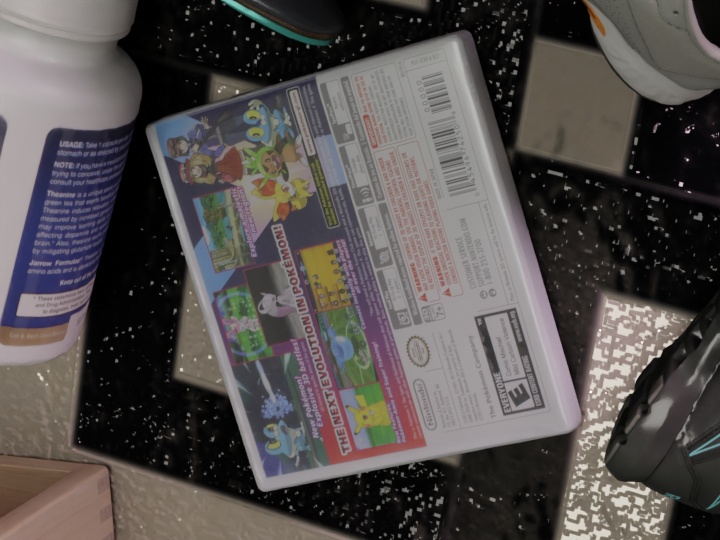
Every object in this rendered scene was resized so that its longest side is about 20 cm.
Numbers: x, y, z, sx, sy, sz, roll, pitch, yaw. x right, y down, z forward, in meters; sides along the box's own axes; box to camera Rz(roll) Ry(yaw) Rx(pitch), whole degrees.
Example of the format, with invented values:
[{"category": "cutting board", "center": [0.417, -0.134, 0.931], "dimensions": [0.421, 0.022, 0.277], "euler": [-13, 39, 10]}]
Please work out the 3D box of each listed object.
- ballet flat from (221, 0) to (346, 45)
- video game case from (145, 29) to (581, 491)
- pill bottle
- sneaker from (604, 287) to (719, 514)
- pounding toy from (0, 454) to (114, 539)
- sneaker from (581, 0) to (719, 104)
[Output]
[{"category": "ballet flat", "center": [-0.086, -0.179, 0.990], "dimensions": [0.199, 0.073, 0.074], "euler": [29, 113, 16]}, {"category": "video game case", "center": [0.000, 0.000, 1.025], "dimensions": [0.181, 0.023, 0.202], "euler": [-13, 99, 26]}, {"category": "pill bottle", "center": [-0.173, -0.064, 1.033], "dimensions": [0.110, 0.111, 0.202], "euler": [24, 112, 16]}, {"category": "sneaker", "center": [0.191, 0.031, 0.932], "dimensions": [0.079, 0.076, 0.201], "euler": [32, 122, 0]}, {"category": "pounding toy", "center": [-0.255, 0.194, 1.087], "dimensions": [0.182, 0.200, 0.144], "euler": [3, 105, 23]}, {"category": "sneaker", "center": [0.107, -0.143, 0.858], "dimensions": [0.199, 0.092, 0.076], "euler": [31, 76, -26]}]
